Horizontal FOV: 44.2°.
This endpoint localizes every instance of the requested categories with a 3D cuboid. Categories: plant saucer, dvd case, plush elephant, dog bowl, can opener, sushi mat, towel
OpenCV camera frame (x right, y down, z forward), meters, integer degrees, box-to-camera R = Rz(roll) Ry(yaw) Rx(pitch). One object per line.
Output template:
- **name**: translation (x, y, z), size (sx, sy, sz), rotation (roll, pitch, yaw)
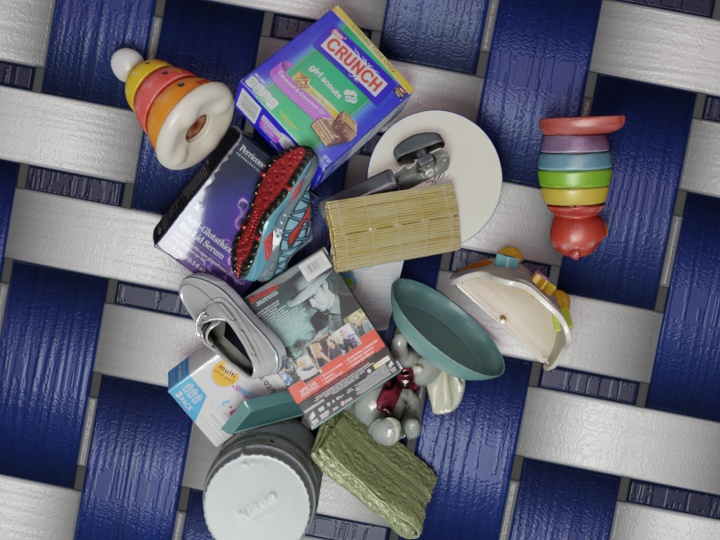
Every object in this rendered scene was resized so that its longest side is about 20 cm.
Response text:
- **plant saucer**: translation (-0.105, 0.192, 1.257), size (0.070, 0.199, 0.019), rotation (-50, 63, 31)
- **dvd case**: translation (-0.057, 0.089, 1.194), size (0.145, 0.022, 0.201), rotation (-33, 79, -5)
- **plush elephant**: translation (0.054, 0.155, 1.262), size (0.164, 0.200, 0.156), rotation (31, 90, 35)
- **dog bowl**: translation (0.106, -0.131, 1.296), size (0.197, 0.079, 0.203), rotation (0, 92, 1)
- **can opener**: translation (0.031, -0.129, 1.243), size (0.198, 0.053, 0.067), rotation (-24, 59, 3)
- **plant saucer**: translation (0.115, 0.091, 1.253), size (0.199, 0.200, 0.036), rotation (37, 109, 0)
- **sushi mat**: translation (0.048, -0.060, 1.210), size (0.198, 0.012, 0.097), rotation (-10, 97, -24)
- **towel**: translation (0.021, 0.285, 1.287), size (0.199, 0.149, 0.037), rotation (39, 120, -3)

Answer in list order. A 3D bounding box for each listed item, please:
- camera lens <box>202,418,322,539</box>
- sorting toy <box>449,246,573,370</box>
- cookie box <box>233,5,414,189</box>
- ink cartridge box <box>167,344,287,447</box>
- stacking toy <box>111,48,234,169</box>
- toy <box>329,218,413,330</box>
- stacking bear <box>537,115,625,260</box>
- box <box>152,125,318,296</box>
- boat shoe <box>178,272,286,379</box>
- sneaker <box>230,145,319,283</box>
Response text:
- **camera lens**: translation (-0.134, 0.300, 1.256), size (0.158, 0.200, 0.162), rotation (0, 96, 0)
- **sorting toy**: translation (0.237, 0.047, 1.249), size (0.200, 0.180, 0.107), rotation (42, 93, -1)
- **cookie box**: translation (-0.050, -0.247, 1.260), size (0.171, 0.075, 0.200), rotation (46, 66, -1)
- **ink cartridge box**: translation (-0.161, 0.139, 1.261), size (0.199, 0.068, 0.116), rotation (-37, 111, 1)
- **stacking toy**: translation (-0.295, -0.257, 1.292), size (0.200, 0.146, 0.147), rotation (40, 93, 15)
- **toy**: translation (0.000, 0.000, 1.282), size (0.114, 0.047, 0.202), rotation (-1, 130, -18)
- **stacking bear**: translation (0.313, -0.119, 1.280), size (0.112, 0.121, 0.203), rotation (-3, 100, 0)
- **box**: translation (-0.181, -0.082, 1.273), size (0.147, 0.104, 0.201), rotation (37, 94, -21)
- **boat shoe**: translation (-0.184, 0.071, 1.176), size (0.199, 0.065, 0.074), rotation (34, 119, 28)
- **sneaker**: translation (-0.102, -0.076, 1.209), size (0.095, 0.079, 0.201), rotation (14, 111, -42)
